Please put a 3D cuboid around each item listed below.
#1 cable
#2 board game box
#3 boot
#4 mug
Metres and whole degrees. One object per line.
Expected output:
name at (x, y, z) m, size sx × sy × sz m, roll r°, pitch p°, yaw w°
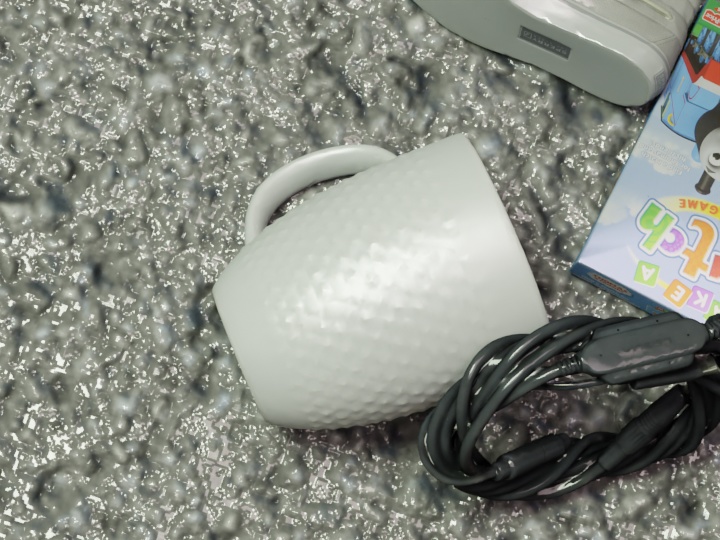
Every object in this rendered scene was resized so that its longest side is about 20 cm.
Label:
cable at (0.128, 0.083, 1.269) m, size 0.200 × 0.163 × 0.051 m, roll -15°, pitch 60°, yaw -9°
board game box at (0.245, -0.053, 1.369) m, size 0.151 × 0.037 × 0.200 m, roll 27°, pitch 78°, yaw 2°
boot at (0.120, -0.188, 1.381) m, size 0.200 × 0.074 × 0.096 m, roll 29°, pitch 61°, yaw 3°
mug at (0.000, 0.000, 1.296) m, size 0.175 × 0.148 × 0.200 m, roll -23°, pitch 50°, yaw -2°
